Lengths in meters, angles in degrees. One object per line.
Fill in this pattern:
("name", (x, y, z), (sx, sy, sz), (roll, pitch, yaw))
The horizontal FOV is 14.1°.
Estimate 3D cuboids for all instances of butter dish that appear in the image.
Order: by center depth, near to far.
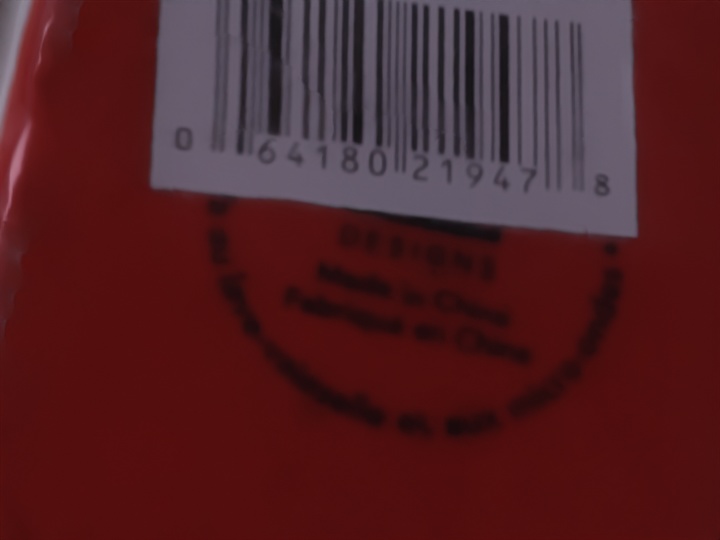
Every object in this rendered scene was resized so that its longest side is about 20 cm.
("butter dish", (-0.009, 0.021, 0.449), (0.148, 0.199, 0.200), (123, -21, -65))
